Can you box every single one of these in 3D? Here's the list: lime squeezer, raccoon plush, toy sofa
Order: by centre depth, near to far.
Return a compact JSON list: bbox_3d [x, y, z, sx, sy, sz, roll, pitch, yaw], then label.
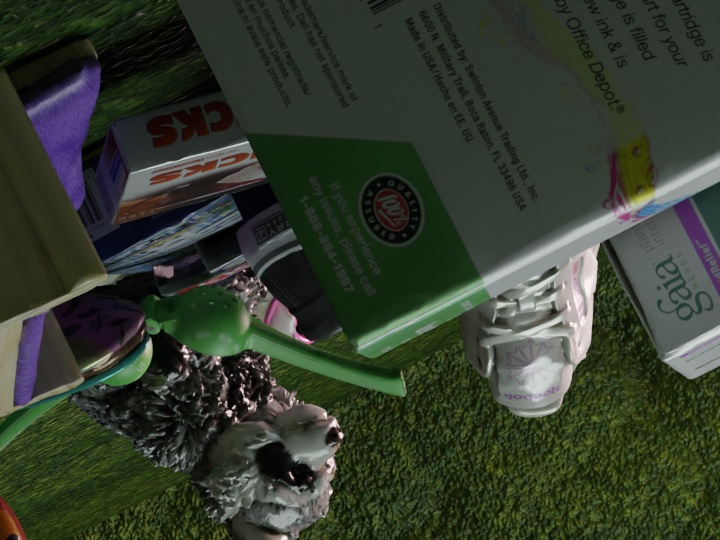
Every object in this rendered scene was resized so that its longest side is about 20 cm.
[{"bbox_3d":[-0.128,-0.005,0.938,0.098,0.083,0.200,-24,172,-13],"label":"toy sofa"},{"bbox_3d":[-0.085,0.040,1.121,0.200,0.038,0.071,-12,139,5],"label":"lime squeezer"},{"bbox_3d":[-0.094,0.069,1.226,0.200,0.134,0.097,2,-153,47],"label":"raccoon plush"}]

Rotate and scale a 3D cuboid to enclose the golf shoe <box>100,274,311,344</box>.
[{"bbox_3d":[-0.072,0.009,1.270,0.200,0.092,0.075,-29,175,35],"label":"golf shoe"}]

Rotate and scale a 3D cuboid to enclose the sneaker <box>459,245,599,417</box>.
[{"bbox_3d":[0.077,-0.001,1.084,0.075,0.100,0.200,-6,157,2],"label":"sneaker"}]

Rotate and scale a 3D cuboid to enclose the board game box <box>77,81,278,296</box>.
[{"bbox_3d":[-0.032,-0.045,1.126,0.200,0.062,0.200,-28,173,13],"label":"board game box"}]

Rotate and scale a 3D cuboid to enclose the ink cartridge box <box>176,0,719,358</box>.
[{"bbox_3d":[0.057,-0.081,0.808,0.200,0.145,0.084,-27,174,2],"label":"ink cartridge box"}]

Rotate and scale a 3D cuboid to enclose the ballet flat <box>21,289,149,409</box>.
[{"bbox_3d":[-0.169,0.030,1.108,0.069,0.071,0.200,-39,-168,-37],"label":"ballet flat"}]

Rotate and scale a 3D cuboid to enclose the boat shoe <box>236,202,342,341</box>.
[{"bbox_3d":[0.000,0.000,1.075,0.069,0.057,0.200,-28,173,14],"label":"boat shoe"}]

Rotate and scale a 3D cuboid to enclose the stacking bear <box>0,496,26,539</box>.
[{"bbox_3d":[-0.201,0.122,0.952,0.114,0.122,0.200,-24,170,35],"label":"stacking bear"}]

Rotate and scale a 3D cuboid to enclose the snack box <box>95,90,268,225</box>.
[{"bbox_3d":[0.002,-0.061,0.951,0.200,0.024,0.072,-16,169,-14],"label":"snack box"}]

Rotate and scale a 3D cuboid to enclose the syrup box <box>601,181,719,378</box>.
[{"bbox_3d":[0.133,-0.014,0.942,0.081,0.079,0.200,-28,172,6],"label":"syrup box"}]
